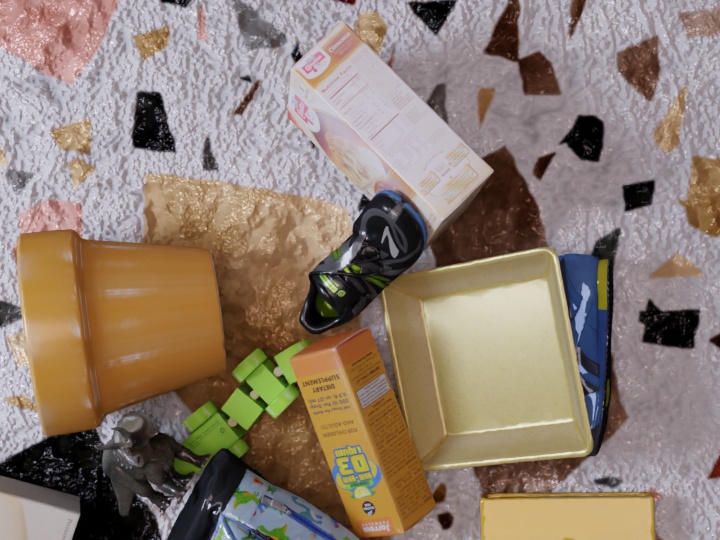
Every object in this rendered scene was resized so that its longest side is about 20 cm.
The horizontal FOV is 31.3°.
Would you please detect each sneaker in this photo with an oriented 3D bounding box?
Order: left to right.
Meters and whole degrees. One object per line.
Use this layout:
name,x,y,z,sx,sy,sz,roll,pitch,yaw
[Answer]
sneaker,0.000,0.000,1.246,0.071,0.083,0.200,41,134,4
sneaker,0.212,0.084,1.283,0.078,0.066,0.201,0,89,14

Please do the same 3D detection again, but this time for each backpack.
backpack,-0.085,0.293,1.272,0.200,0.154,0.163,23,126,-14

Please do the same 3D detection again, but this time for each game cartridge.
game cartridge,0.210,0.325,1.299,0.176,0.032,0.200,-1,92,6

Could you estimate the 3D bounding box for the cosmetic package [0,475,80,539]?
cosmetic package,-0.396,0.260,1.307,0.200,0.073,0.104,17,90,-13

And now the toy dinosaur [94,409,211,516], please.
toy dinosaur,-0.217,0.191,1.282,0.102,0.200,0.077,37,62,-7

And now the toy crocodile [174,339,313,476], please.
toy crocodile,-0.121,0.143,1.321,0.068,0.062,0.200,45,99,4

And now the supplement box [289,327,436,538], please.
supplement box,0.003,0.163,1.279,0.066,0.069,0.200,-16,99,37

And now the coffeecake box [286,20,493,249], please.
coffeecake box,0.023,-0.125,1.249,0.073,0.154,0.200,-44,86,-10

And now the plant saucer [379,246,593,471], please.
plant saucer,0.129,0.089,1.269,0.200,0.048,0.200,-11,89,31

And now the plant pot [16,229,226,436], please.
plant pot,-0.232,0.051,1.273,0.183,0.200,0.201,-8,89,-10
